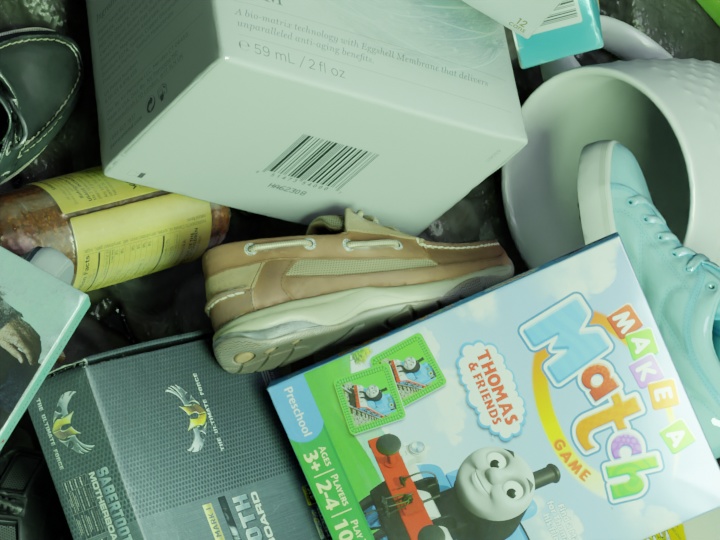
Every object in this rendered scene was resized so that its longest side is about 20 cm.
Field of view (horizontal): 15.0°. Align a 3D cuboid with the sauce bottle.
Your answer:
[{"bbox_3d":[-0.163,-0.017,1.427,0.200,0.066,0.066,-14,91,-36],"label":"sauce bottle"}]

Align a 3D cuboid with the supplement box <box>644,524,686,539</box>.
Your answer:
[{"bbox_3d":[0.110,0.114,1.524,0.109,0.109,0.200,45,32,-57],"label":"supplement box"}]

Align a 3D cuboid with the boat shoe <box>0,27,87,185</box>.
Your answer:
[{"bbox_3d":[-0.206,-0.073,1.400,0.199,0.066,0.075,-29,99,-37],"label":"boat shoe"}]

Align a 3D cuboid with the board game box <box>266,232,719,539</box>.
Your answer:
[{"bbox_3d":[0.072,0.089,1.421,0.200,0.037,0.152,-24,91,4],"label":"board game box"}]

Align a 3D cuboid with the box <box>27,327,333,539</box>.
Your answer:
[{"bbox_3d":[-0.078,0.133,1.397,0.158,0.051,0.200,-11,79,-56],"label":"box"}]

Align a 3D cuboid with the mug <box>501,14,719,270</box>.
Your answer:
[{"bbox_3d":[0.183,-0.076,1.661,0.175,0.148,0.200,-9,58,-45],"label":"mug"}]

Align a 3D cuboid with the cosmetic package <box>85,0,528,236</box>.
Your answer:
[{"bbox_3d":[-0.035,-0.143,1.470,0.199,0.123,0.200,13,53,-35],"label":"cosmetic package"}]

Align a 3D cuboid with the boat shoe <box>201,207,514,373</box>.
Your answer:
[{"bbox_3d":[0.000,0.000,1.451,0.200,0.076,0.072,-10,73,-42],"label":"boat shoe"}]

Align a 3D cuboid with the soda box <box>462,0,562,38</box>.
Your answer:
[{"bbox_3d":[0.026,-0.207,1.415,0.200,0.064,0.068,29,47,-13],"label":"soda box"}]

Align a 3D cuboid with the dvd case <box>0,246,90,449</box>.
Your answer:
[{"bbox_3d":[-0.250,0.026,1.300,0.200,0.022,0.146,29,75,8],"label":"dvd case"}]

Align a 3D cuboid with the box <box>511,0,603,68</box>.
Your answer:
[{"bbox_3d":[0.106,-0.185,1.581,0.200,0.049,0.082,-80,155,-70],"label":"box"}]

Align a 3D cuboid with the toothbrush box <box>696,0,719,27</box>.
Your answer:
[{"bbox_3d":[0.305,-0.206,1.723,0.146,0.200,0.086,45,59,-24],"label":"toothbrush box"}]

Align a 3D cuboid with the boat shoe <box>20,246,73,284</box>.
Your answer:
[{"bbox_3d":[-0.222,0.061,1.340,0.086,0.075,0.202,28,73,8],"label":"boat shoe"}]

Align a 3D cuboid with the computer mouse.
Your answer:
[{"bbox_3d":[-0.160,0.107,1.426,0.200,0.046,0.141,16,68,-30],"label":"computer mouse"}]

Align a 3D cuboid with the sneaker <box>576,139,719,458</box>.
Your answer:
[{"bbox_3d":[0.178,0.013,1.513,0.074,0.082,0.200,36,37,-65],"label":"sneaker"}]

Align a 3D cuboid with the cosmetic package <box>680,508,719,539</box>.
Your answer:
[{"bbox_3d":[0.170,0.194,1.557,0.052,0.200,0.151,31,65,-54],"label":"cosmetic package"}]

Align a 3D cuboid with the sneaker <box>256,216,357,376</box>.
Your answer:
[{"bbox_3d":[-0.003,0.050,1.544,0.106,0.075,0.200,18,64,-53],"label":"sneaker"}]
